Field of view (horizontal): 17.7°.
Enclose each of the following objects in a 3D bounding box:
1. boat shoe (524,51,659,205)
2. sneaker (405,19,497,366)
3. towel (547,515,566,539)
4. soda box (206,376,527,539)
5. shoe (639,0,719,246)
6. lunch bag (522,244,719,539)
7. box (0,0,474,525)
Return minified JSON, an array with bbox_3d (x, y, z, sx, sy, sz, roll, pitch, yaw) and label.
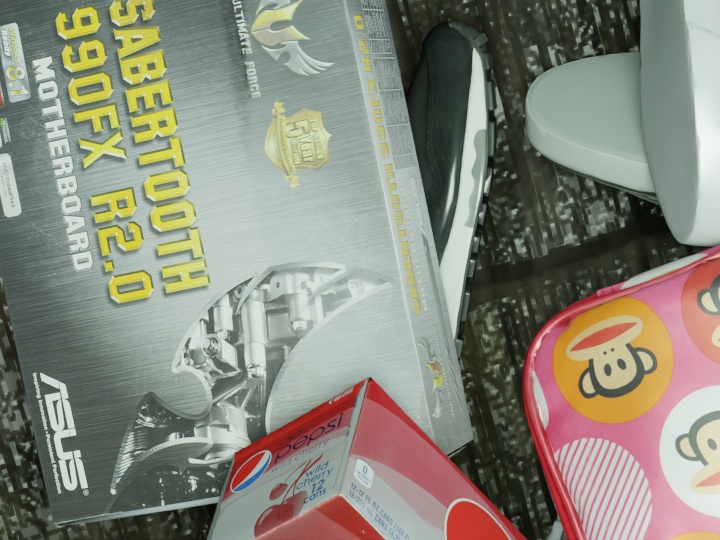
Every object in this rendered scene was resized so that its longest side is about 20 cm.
[{"bbox_3d":[0.159,-0.032,0.891,0.199,0.071,0.064,12,134,9],"label":"boat shoe"},{"bbox_3d":[0.000,0.000,0.886,0.087,0.076,0.201,10,97,1],"label":"sneaker"},{"bbox_3d":[0.158,0.120,0.905,0.165,0.086,0.200,17,96,-5],"label":"towel"},{"bbox_3d":[0.037,0.134,0.815,0.070,0.063,0.200,-30,116,29],"label":"soda box"},{"bbox_3d":[0.152,-0.101,0.849,0.091,0.072,0.201,2,62,-7],"label":"shoe"},{"bbox_3d":[0.168,0.070,0.795,0.200,0.082,0.177,-22,75,12],"label":"lunch bag"},{"bbox_3d":[-0.056,-0.017,0.852,0.158,0.048,0.201,-10,92,21],"label":"box"}]
